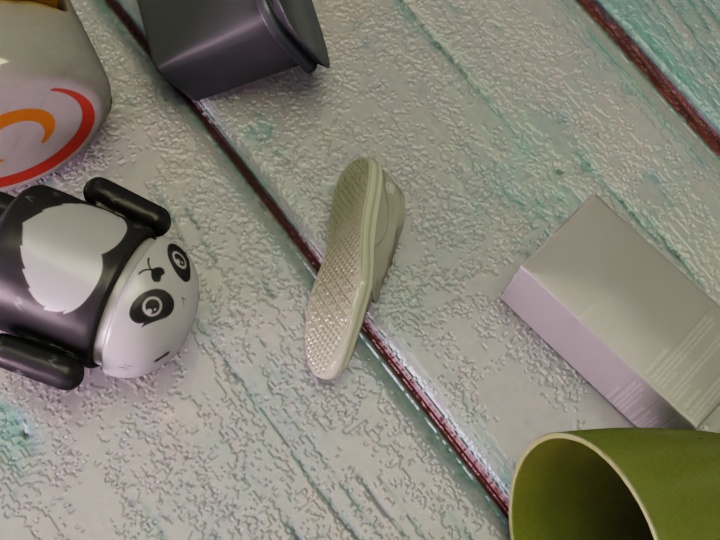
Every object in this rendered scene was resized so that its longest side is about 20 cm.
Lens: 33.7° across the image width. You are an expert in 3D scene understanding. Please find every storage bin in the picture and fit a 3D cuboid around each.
[{"bbox_3d":[-0.125,-0.254,1.080,0.134,0.146,0.201,-21,70,14],"label":"storage bin"}]

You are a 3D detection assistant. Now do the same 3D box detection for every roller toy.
[{"bbox_3d":[-0.312,-0.164,0.977,0.182,0.200,0.140,-25,72,-10],"label":"roller toy"}]

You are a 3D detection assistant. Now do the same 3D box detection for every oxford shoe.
[{"bbox_3d":[0.000,0.000,1.021,0.058,0.075,0.201,28,63,-35],"label":"oxford shoe"}]

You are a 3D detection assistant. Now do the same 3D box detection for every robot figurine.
[{"bbox_3d":[-0.228,0.006,0.951,0.199,0.125,0.151,23,99,3],"label":"robot figurine"}]

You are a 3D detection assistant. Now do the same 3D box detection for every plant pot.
[{"bbox_3d":[0.250,0.198,0.925,0.199,0.187,0.188,-9,69,-27],"label":"plant pot"}]

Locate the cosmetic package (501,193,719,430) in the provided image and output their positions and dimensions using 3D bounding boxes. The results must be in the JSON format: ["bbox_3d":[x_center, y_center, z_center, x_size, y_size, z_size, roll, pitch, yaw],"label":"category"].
[{"bbox_3d":[0.230,0.045,1.021,0.107,0.090,0.200,-40,75,-20],"label":"cosmetic package"}]
